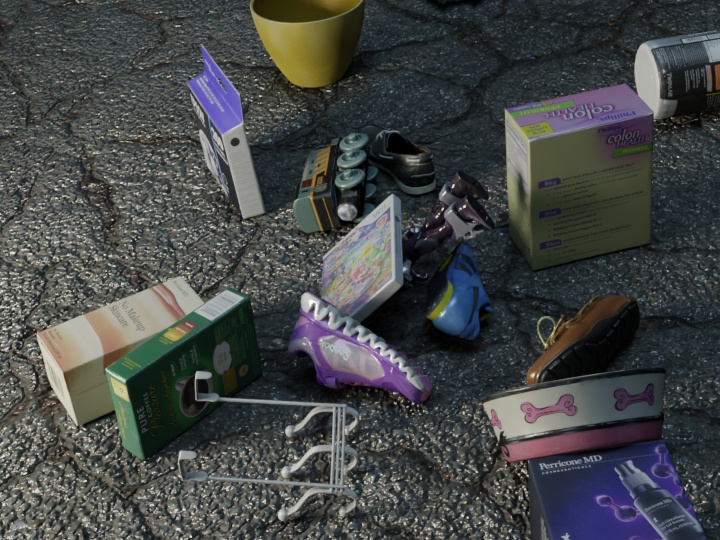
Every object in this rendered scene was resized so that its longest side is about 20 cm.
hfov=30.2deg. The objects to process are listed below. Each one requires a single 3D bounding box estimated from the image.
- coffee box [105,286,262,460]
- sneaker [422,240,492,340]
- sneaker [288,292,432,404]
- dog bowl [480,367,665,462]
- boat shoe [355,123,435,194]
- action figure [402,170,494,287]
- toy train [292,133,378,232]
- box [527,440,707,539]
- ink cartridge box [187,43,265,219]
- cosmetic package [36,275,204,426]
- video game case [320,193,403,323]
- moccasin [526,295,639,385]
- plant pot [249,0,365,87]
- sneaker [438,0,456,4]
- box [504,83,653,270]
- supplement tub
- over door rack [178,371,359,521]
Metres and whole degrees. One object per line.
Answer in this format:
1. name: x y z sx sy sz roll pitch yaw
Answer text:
1. coffee box: -0.205 0.119 1.580 0.044 0.124 0.199 24 46 36
2. sneaker: 0.131 0.030 1.721 0.078 0.066 0.201 34 25 -7
3. sneaker: -0.007 0.112 1.606 0.199 0.080 0.089 32 89 20
4. dog bowl: 0.231 0.156 1.415 0.197 0.075 0.200 -8 -9 -1
5. boat shoe: 0.053 -0.187 2.033 0.071 0.068 0.200 -22 36 -19
6. action figure: 0.083 -0.037 1.744 0.200 0.069 0.131 -39 22 31
7. toy train: -0.037 -0.131 1.957 0.112 0.086 0.201 -11 33 11
8. box: 0.250 0.275 1.292 0.146 0.105 0.201 -9 35 -3
9. ink cartridge box: -0.206 -0.207 1.984 0.043 0.202 0.198 -18 35 -14
10. cosmetic package: -0.285 0.097 1.655 0.198 0.088 0.103 -23 36 -23
11. video game case: 0.000 0.000 1.733 0.143 0.018 0.201 -42 24 25
12. moccasin: 0.256 0.086 1.596 0.077 0.074 0.201 11 40 39
13. plant pot: -0.084 -0.403 2.301 0.197 0.143 0.201 -4 35 3
14. sneaker: 0.219 -0.542 2.534 0.197 0.077 0.089 -16 48 -5
15. box: 0.291 -0.125 1.782 0.174 0.202 0.097 -13 35 -9
16. supplement tub: 0.538 -0.310 2.081 0.197 0.124 0.123 -9 34 -5
17. over door rack: -0.101 0.199 1.479 0.197 0.067 0.148 13 33 -8
